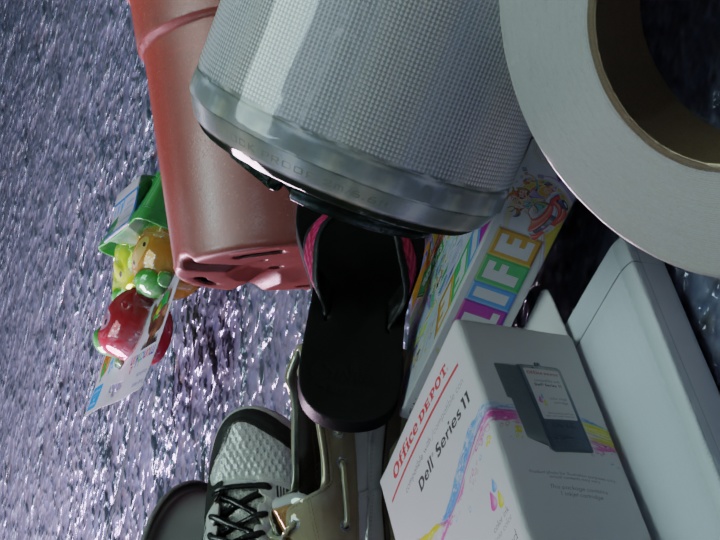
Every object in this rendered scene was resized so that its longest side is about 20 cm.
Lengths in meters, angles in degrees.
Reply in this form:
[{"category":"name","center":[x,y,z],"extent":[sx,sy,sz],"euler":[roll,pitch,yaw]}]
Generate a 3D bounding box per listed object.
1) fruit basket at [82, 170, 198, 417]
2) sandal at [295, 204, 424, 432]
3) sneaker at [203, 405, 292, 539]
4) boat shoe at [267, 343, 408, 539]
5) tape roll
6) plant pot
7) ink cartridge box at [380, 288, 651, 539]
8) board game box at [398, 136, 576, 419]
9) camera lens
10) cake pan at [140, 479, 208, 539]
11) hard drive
[{"category":"fruit basket","center":[-0.183,0.016,1.564],"extent":[0.185,0.093,0.201],"euler":[-26,39,65]},{"category":"sandal","center":[0.000,0.000,1.037],"extent":[0.045,0.074,0.201],"euler":[95,177,-45]},{"category":"sneaker","center":[-0.062,0.171,1.080],"extent":[0.088,0.075,0.202],"euler":[39,-136,-64]},{"category":"boat shoe","center":[-0.017,0.137,1.029],"extent":[0.075,0.068,0.202],"euler":[150,127,-63]},{"category":"tape roll","center":[0.142,-0.096,0.731],"extent":[0.202,0.037,0.204],"euler":[21,123,35]},{"category":"plant pot","center":[-0.050,-0.095,1.195],"extent":[0.201,0.199,0.197],"euler":[153,115,-64]},{"category":"ink cartridge box","center":[0.066,0.107,0.887],"extent":[0.201,0.067,0.118],"euler":[-106,31,-49]},{"category":"board game box","center":[0.074,-0.032,0.987],"extent":[0.135,0.034,0.201],"euler":[-82,13,-55]},{"category":"camera lens","center":[0.021,-0.127,0.867],"extent":[0.201,0.159,0.160],"euler":[-68,24,12]},{"category":"cake pan","center":[-0.080,0.229,1.169],"extent":[0.036,0.200,0.202],"euler":[-11,64,21]},{"category":"hard drive","center":[0.127,0.100,0.862],"extent":[0.201,0.026,0.132],"euler":[-105,31,-45]}]
